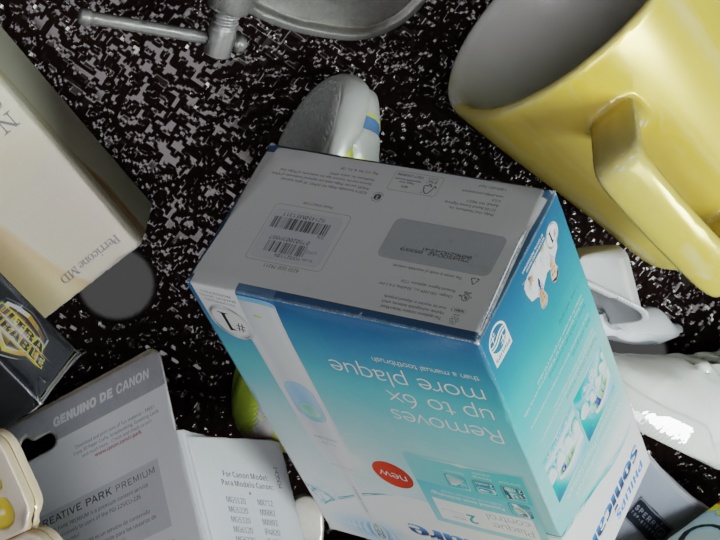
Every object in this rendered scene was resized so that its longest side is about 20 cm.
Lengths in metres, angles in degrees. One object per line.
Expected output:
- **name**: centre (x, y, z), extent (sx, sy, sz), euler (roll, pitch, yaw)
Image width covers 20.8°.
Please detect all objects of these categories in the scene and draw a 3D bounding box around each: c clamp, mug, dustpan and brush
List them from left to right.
- **c clamp**: centre (-0.023, -0.185, 0.936), extent (0.171, 0.027, 0.200), euler (12, 114, -27)
- **dustpan and brush**: centre (0.103, 0.018, 0.979), extent (0.139, 0.200, 0.057), euler (-6, 91, 41)
- **mug**: centre (0.138, -0.066, 0.943), extent (0.153, 0.149, 0.187), euler (45, 56, -23)

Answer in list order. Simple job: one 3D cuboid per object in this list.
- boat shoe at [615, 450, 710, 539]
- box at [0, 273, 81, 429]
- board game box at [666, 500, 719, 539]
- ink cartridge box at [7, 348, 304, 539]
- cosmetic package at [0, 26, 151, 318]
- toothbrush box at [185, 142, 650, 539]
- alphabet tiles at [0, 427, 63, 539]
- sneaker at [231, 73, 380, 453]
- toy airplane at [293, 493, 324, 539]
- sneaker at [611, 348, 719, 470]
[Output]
- **boat shoe**: centre (0.145, 0.132, 1.055), extent (0.074, 0.065, 0.200), euler (-41, 127, -8)
- **box**: centre (-0.270, 0.022, 0.968), extent (0.200, 0.050, 0.198), euler (46, 129, -14)
- **board game box**: centre (0.174, 0.204, 0.970), extent (0.200, 0.103, 0.105), euler (-26, 124, -39)
- **ink cartridge box**: centre (-0.128, 0.158, 0.994), extent (0.200, 0.084, 0.176), euler (-27, 66, 29)
- **cosmetic package**: centre (-0.206, -0.068, 0.973), extent (0.105, 0.071, 0.200), euler (-38, 105, 10)
- **toothbrush box**: centre (0.032, 0.047, 0.883), extent (0.146, 0.085, 0.200), euler (12, 147, 30)
- **alphabet tiles**: centre (-0.216, 0.149, 0.950), extent (0.200, 0.015, 0.196), euler (-25, 89, 36)
- **sneaker**: centre (0.000, 0.000, 1.014), extent (0.105, 0.076, 0.200), euler (8, 108, -24)
- **toy airplane**: centre (0.009, 0.210, 1.048), extent (0.200, 0.141, 0.200), euler (-10, 77, 6)
- **sneaker**: centre (0.202, 0.061, 1.033), extent (0.200, 0.075, 0.089), euler (19, 96, -24)
